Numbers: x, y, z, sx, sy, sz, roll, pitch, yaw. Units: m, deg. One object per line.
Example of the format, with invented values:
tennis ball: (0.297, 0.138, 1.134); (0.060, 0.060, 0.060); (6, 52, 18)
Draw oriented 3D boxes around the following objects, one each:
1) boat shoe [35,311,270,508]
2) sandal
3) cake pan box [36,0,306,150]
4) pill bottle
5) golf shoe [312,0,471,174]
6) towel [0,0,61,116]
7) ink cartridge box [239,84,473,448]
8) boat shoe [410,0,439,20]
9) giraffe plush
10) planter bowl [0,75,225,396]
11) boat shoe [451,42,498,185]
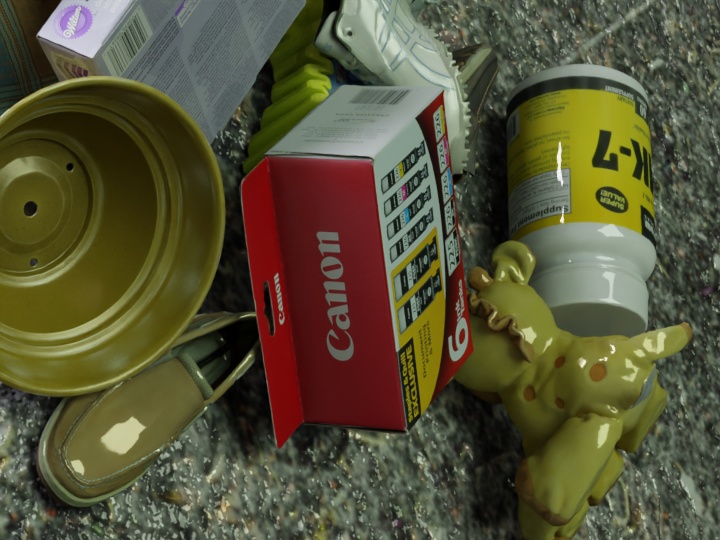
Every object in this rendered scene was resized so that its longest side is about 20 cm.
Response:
boat shoe: (-0.128, 0.077, 1.604); (0.072, 0.076, 0.200); (55, 43, -10)
sandal: (-0.026, -0.105, 1.798); (0.087, 0.079, 0.201); (37, 50, -32)
cake pan box: (-0.118, -0.161, 1.634); (0.201, 0.052, 0.184); (-58, 154, -19)
pill bottle: (0.170, -0.046, 1.938); (0.114, 0.114, 0.201); (21, 57, -37)
golf shoe: (0.010, -0.153, 1.777); (0.097, 0.078, 0.201); (-19, 88, -27)
towel: (-0.210, -0.141, 1.667); (0.200, 0.022, 0.147); (-20, 87, -48)
ink cartridge box: (0.000, 0.000, 1.686); (0.176, 0.083, 0.201); (-47, 134, -56)
boat shoe: (0.034, -0.225, 1.851); (0.070, 0.071, 0.202); (-71, 161, -62)
giraffe plush: (0.126, 0.079, 1.821); (0.162, 0.201, 0.173); (33, 53, 14)
planter bowl: (-0.189, -0.030, 1.563); (0.199, 0.083, 0.202); (-12, 111, -32)
boat shoe: (0.048, -0.093, 1.879); (0.200, 0.074, 0.074); (-51, 118, -36)
